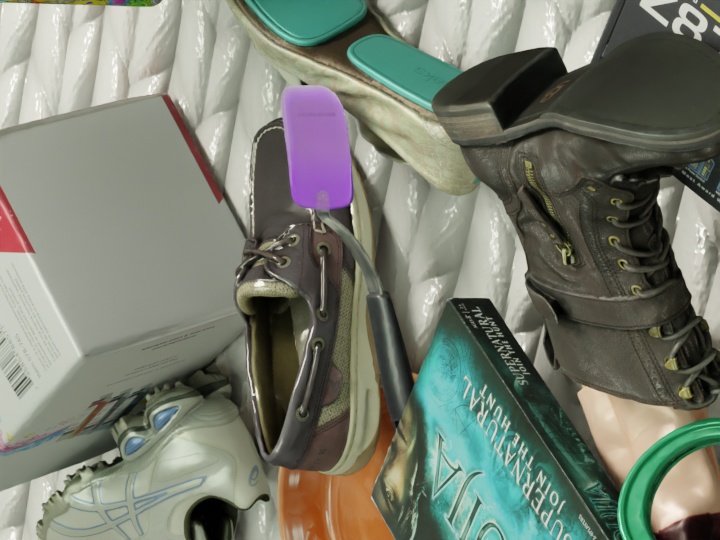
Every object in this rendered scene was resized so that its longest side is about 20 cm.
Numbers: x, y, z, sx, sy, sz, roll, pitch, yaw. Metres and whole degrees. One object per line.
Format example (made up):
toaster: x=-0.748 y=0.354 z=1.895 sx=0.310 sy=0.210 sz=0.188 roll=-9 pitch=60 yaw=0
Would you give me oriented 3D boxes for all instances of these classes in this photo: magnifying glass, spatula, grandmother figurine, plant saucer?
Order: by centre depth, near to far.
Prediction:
magnifying glass: x=0.210 y=0.094 z=1.325 sx=0.200 sy=0.022 sz=0.080 roll=-14 pitch=55 yaw=25
grandmother figurine: x=0.157 y=0.123 z=1.405 sx=0.121 sy=0.060 sz=0.200 roll=-43 pitch=58 yaw=54
spatula: x=0.000 y=0.000 z=1.537 sx=0.056 sy=0.021 sz=0.200 roll=2 pitch=116 yaw=54
plant saucer: x=0.031 y=0.150 z=1.610 sx=0.200 sy=0.032 sz=0.201 roll=19 pitch=116 yaw=44

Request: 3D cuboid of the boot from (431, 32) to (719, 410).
boot: x=0.126 y=-0.014 z=1.319 sx=0.200 sy=0.069 sz=0.174 roll=7 pitch=130 yaw=56

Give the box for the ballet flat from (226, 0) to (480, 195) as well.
ballet flat: x=-0.007 y=-0.103 z=1.541 sx=0.200 sy=0.067 sz=0.062 roll=39 pitch=140 yaw=34

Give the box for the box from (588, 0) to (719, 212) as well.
box: x=0.199 y=-0.074 z=1.268 sx=0.200 sy=0.049 sz=0.161 roll=41 pitch=144 yaw=15

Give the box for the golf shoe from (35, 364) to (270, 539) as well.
golf shoe: x=-0.123 y=0.145 z=1.755 sx=0.097 sy=0.078 sz=0.200 roll=56 pitch=139 yaw=11

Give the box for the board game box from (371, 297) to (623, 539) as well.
board game box: x=0.073 y=0.127 z=1.464 sx=0.200 sy=0.028 sz=0.135 roll=58 pitch=137 yaw=45

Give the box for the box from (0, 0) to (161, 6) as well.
box: x=-0.179 y=-0.254 z=1.553 sx=0.122 sy=0.192 sz=0.200 roll=-32 pitch=67 yaw=50

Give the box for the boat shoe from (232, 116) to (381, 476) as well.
boat shoe: x=-0.035 y=0.011 z=1.584 sx=0.072 sy=0.065 sz=0.200 roll=-18 pitch=74 yaw=47

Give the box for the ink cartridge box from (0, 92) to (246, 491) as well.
ink cartridge box: x=-0.178 y=0.018 z=1.713 sx=0.200 sy=0.144 sz=0.146 roll=-43 pitch=71 yaw=47
